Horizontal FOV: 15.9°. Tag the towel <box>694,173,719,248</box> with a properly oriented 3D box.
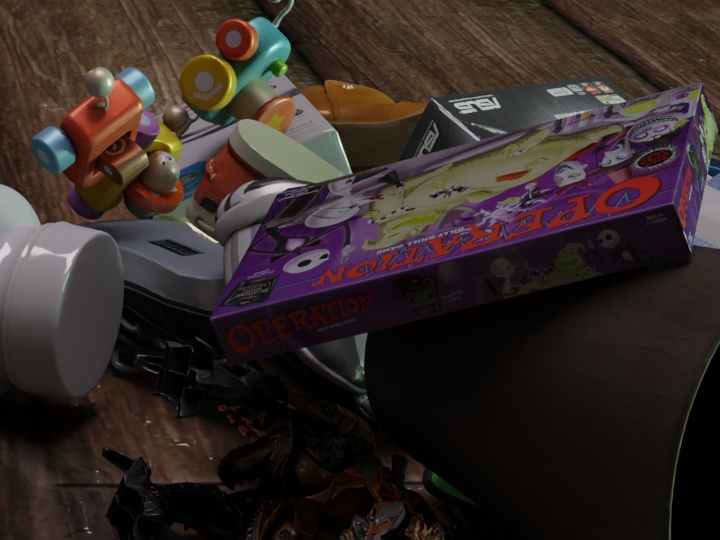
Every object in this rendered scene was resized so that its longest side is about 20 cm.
[{"bbox_3d":[0.165,0.024,1.288,0.200,0.024,0.146,-35,43,-30],"label":"towel"}]

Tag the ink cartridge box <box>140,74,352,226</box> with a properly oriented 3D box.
[{"bbox_3d":[-0.078,-0.058,1.522,0.115,0.068,0.200,-24,22,-7],"label":"ink cartridge box"}]

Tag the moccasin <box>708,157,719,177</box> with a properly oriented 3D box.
[{"bbox_3d":[0.255,-0.013,1.433,0.199,0.081,0.068,34,13,12],"label":"moccasin"}]

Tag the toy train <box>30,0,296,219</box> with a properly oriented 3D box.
[{"bbox_3d":[-0.090,-0.084,1.370,0.056,0.150,0.200,45,60,10],"label":"toy train"}]

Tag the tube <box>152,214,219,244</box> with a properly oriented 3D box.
[{"bbox_3d":[-0.016,0.005,1.416,0.198,0.052,0.058,1,20,-13],"label":"tube"}]

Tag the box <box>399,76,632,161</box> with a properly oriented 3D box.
[{"bbox_3d":[0.140,-0.046,1.520,0.158,0.049,0.199,41,29,25],"label":"box"}]

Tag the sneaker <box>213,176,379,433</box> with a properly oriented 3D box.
[{"bbox_3d":[0.022,0.030,1.236,0.199,0.116,0.075,9,-26,-19],"label":"sneaker"}]

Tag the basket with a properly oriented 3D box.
[{"bbox_3d":[0.105,0.054,1.057,0.135,0.182,0.199,-21,29,-33],"label":"basket"}]

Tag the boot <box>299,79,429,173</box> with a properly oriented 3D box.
[{"bbox_3d":[0.029,-0.095,1.732,0.200,0.071,0.144,-2,20,-3],"label":"boot"}]

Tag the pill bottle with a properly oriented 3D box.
[{"bbox_3d":[-0.222,0.007,1.259,0.199,0.112,0.111,9,17,17],"label":"pill bottle"}]

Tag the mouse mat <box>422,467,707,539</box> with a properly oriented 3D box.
[{"bbox_3d":[0.143,0.068,1.163,0.160,0.008,0.200,20,45,31],"label":"mouse mat"}]

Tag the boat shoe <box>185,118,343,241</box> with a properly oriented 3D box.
[{"bbox_3d":[0.000,0.000,1.364,0.199,0.063,0.071,35,20,0],"label":"boat shoe"}]

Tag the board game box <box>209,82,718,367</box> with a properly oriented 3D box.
[{"bbox_3d":[0.045,-0.020,1.060,0.199,0.032,0.120,-14,27,19],"label":"board game box"}]

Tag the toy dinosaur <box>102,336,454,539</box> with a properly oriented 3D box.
[{"bbox_3d":[-0.035,0.091,1.112,0.135,0.103,0.200,13,-7,-25],"label":"toy dinosaur"}]

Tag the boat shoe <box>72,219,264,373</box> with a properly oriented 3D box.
[{"bbox_3d":[-0.100,0.017,1.331,0.073,0.069,0.199,-8,15,-35],"label":"boat shoe"}]
